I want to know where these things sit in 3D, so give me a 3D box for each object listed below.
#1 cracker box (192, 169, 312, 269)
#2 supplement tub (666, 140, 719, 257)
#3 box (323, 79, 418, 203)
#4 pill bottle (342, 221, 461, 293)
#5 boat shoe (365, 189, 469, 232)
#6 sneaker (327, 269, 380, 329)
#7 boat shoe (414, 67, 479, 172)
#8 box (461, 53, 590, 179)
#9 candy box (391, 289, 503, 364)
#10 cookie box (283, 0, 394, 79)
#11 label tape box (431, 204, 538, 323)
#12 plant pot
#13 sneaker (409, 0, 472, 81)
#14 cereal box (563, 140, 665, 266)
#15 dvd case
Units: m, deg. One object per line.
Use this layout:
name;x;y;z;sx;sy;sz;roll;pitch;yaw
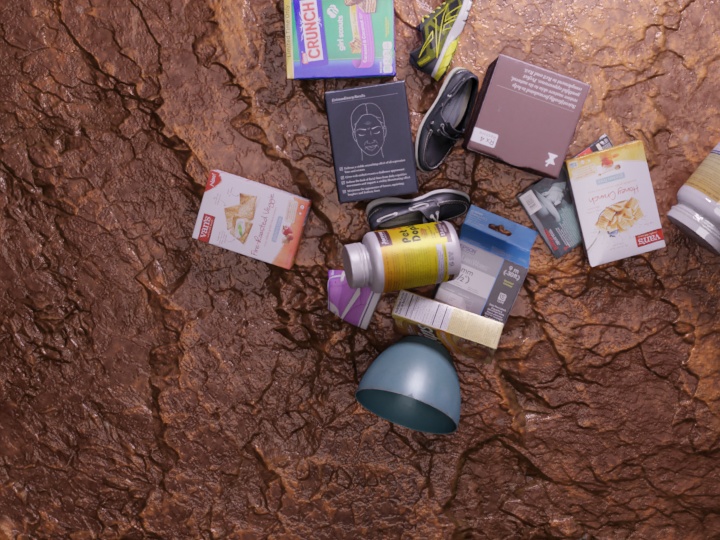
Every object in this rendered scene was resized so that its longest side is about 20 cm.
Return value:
cracker box;-0.205;-0.098;1.633;0.198;0.058;0.136;17;98;2
supplement tub;0.656;-0.139;1.525;0.144;0.144;0.201;38;99;-2
box;0.022;-0.234;1.573;0.146;0.107;0.203;-7;98;5
pill bottle;0.072;-0.022;1.530;0.197;0.109;0.111;-10;98;-12
boat shoe;0.110;-0.100;1.589;0.197;0.061;0.076;-10;138;-2
sneaker;0.000;0.000;1.628;0.113;0.073;0.202;25;97;5
boat shoe;0.164;-0.270;1.569;0.074;0.066;0.201;25;94;-32
box;0.282;-0.265;1.505;0.164;0.200;0.166;19;99;0
candy box;0.159;0.106;1.590;0.198;0.116;0.056;18;71;10
cookie box;-0.037;-0.435;1.565;0.197;0.075;0.174;-1;99;5
label tape box;0.234;-0.003;1.614;0.142;0.066;0.202;22;101;0
plant pot;0.103;0.203;1.605;0.198;0.200;0.136;20;66;1
sneaker;0.148;-0.449;1.550;0.084;0.074;0.202;20;99;1
cereal box;0.463;-0.122;1.572;0.142;0.040;0.202;-16;96;5
dvd case;0.411;-0.136;1.605;0.199;0.022;0.147;-35;94;6
